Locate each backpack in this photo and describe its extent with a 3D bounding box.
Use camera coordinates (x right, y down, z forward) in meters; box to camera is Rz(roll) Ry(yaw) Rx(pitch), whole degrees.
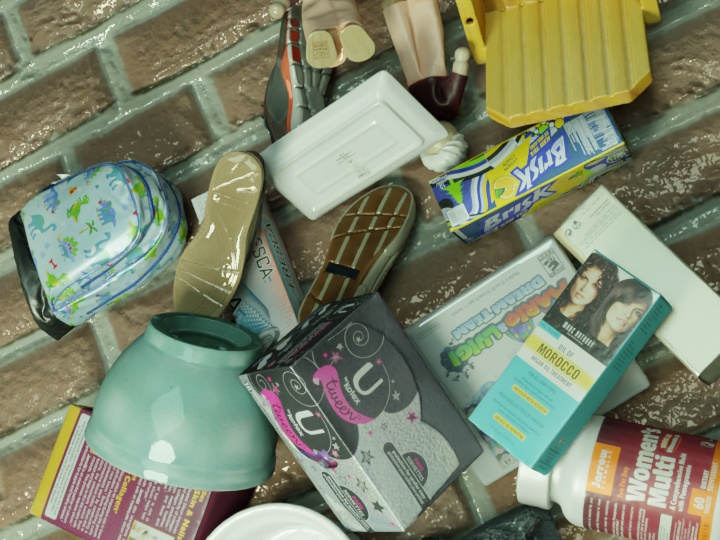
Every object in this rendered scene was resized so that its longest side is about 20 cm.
[{"bbox_3d":[-0.292,-0.040,1.632,0.199,0.154,0.164,-19,67,2],"label":"backpack"}]

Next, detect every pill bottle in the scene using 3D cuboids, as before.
[{"bbox_3d":[0.257,0.200,1.394,0.199,0.110,0.110,11,83,17],"label":"pill bottle"}]

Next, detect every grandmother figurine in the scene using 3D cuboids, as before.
[{"bbox_3d":[0.070,-0.200,1.559,0.121,0.060,0.201,-27,74,57],"label":"grandmother figurine"},{"bbox_3d":[-0.038,-0.293,1.574,0.121,0.061,0.200,-3,40,-4],"label":"grandmother figurine"}]

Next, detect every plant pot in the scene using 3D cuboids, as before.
[{"bbox_3d":[-0.170,0.122,1.488,0.200,0.200,0.135,19,103,21],"label":"plant pot"}]

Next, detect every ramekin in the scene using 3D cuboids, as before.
[{"bbox_3d":[-0.070,0.341,1.493,0.200,0.098,0.201,-3,79,19],"label":"ramekin"}]

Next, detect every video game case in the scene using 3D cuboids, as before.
[{"bbox_3d":[0.158,0.093,1.459,0.200,0.024,0.182,-33,98,10],"label":"video game case"}]

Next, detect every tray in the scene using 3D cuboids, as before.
[{"bbox_3d":[-0.015,-0.123,1.535,0.200,0.107,0.022,-31,34,31],"label":"tray"}]

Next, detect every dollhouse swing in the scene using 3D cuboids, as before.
[{"bbox_3d":[0.193,-0.275,1.470,0.199,0.182,0.176,-10,34,17],"label":"dollhouse swing"}]

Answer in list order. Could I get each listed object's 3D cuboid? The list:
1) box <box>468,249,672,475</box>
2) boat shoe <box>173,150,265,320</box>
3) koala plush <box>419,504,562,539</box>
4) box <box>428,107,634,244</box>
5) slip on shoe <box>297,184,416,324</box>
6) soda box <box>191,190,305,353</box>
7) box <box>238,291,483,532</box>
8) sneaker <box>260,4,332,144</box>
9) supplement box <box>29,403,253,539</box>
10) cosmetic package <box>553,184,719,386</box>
[{"bbox_3d":[0.196,0.086,1.360,0.082,0.049,0.200,37,92,29],"label":"box"},{"bbox_3d":[-0.141,-0.034,1.541,0.072,0.065,0.201,21,107,13],"label":"boat shoe"},{"bbox_3d":[0.124,0.351,1.397,0.177,0.184,0.201,-21,85,15],"label":"koala plush"},{"bbox_3d":[0.177,-0.103,1.506,0.200,0.070,0.064,-27,71,13],"label":"box"},{"bbox_3d":[0.000,0.000,1.557,0.076,0.061,0.200,17,67,22],"label":"slip on shoe"},{"bbox_3d":[-0.115,-0.001,1.593,0.068,0.064,0.200,-26,72,13],"label":"soda box"},{"bbox_3d":[0.001,0.142,1.429,0.132,0.115,0.200,-40,102,-31],"label":"box"},{"bbox_3d":[-0.083,-0.200,1.616,0.082,0.077,0.201,-17,64,36],"label":"sneaker"},{"bbox_3d":[-0.232,0.238,1.566,0.200,0.103,0.131,20,87,22],"label":"supplement box"},{"bbox_3d":[0.290,0.015,1.428,0.073,0.104,0.200,-45,68,7],"label":"cosmetic package"}]
